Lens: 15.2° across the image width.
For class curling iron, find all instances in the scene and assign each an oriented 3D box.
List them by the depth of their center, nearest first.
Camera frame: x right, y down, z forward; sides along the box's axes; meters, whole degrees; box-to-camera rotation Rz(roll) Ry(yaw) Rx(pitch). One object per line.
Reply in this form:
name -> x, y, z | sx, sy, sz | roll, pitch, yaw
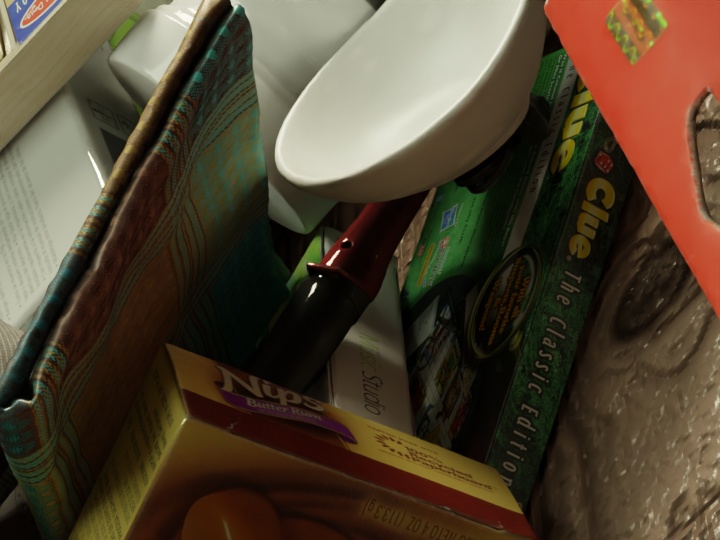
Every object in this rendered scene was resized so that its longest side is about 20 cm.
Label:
curling iron -> 0.000, 0.000, 0.862 | 0.200, 0.026, 0.050 | -50, 18, -31

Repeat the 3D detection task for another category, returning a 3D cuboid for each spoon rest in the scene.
spoon rest -> 0.050, -0.094, 0.865 | 0.200, 0.061, 0.099 | -42, 24, -15

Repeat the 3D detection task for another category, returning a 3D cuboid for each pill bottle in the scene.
pill bottle -> 0.009, -0.119, 0.957 | 0.200, 0.116, 0.116 | -50, 21, -7

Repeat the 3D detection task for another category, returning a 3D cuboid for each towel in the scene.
towel -> -0.062, 0.021, 0.831 | 0.200, 0.022, 0.147 | 87, -154, -66

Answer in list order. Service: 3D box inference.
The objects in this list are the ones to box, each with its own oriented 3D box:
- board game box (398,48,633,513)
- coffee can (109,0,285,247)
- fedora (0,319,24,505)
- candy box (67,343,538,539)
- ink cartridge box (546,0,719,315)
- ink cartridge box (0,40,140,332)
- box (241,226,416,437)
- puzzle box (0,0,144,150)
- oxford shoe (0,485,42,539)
board game box -> 0.041, 0.017, 0.898 | 0.105, 0.023, 0.201 | -19, 47, 62
coffee can -> -0.065, -0.101, 1.101 | 0.201, 0.146, 0.146 | -61, 22, 3
fedora -> -0.169, 0.059, 0.850 | 0.200, 0.090, 0.177 | -52, -6, 34
candy box -> -0.045, 0.135, 0.794 | 0.201, 0.116, 0.056 | -63, 21, 16
ink cartridge box -> 0.124, -0.069, 0.688 | 0.174, 0.043, 0.200 | -48, 48, 28
ink cartridge box -> -0.153, -0.014, 0.998 | 0.174, 0.043, 0.200 | -47, 41, 20
box -> -0.045, 0.099, 0.925 | 0.200, 0.036, 0.144 | -58, 16, 21
puzzle box -> -0.164, -0.079, 0.995 | 0.200, 0.025, 0.133 | -43, 43, 21
oxford shoe -> -0.097, 0.074, 0.953 | 0.072, 0.071, 0.201 | -22, 44, 63
